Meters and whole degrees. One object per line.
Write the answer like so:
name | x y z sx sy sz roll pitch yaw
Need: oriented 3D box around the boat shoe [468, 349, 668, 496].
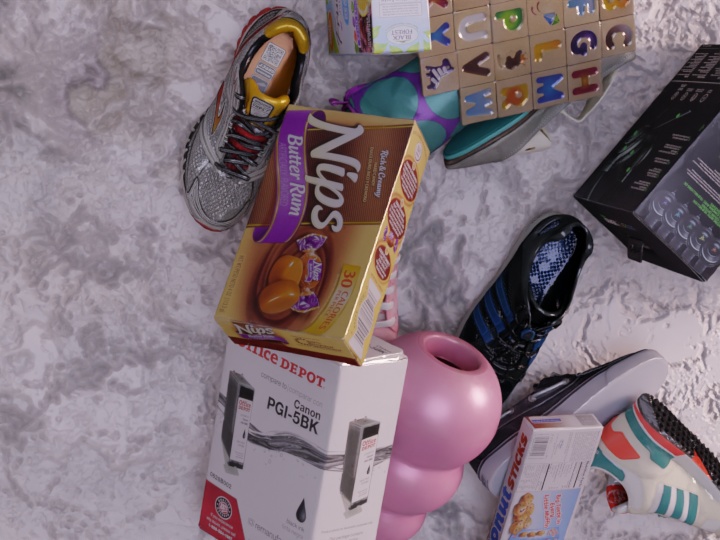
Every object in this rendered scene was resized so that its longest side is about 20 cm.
boat shoe | 0.182 0.123 1.536 0.199 0.068 0.072 -35 140 -3

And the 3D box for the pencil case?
pencil case | 0.077 -0.171 1.471 0.200 0.085 0.093 -39 104 -3

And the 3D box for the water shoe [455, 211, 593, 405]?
water shoe | 0.139 0.040 1.512 0.071 0.079 0.201 24 92 -12

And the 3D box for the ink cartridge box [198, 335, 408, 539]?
ink cartridge box | -0.051 0.145 1.436 0.083 0.146 0.201 -4 109 -44

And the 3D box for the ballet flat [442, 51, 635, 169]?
ballet flat | 0.162 -0.141 1.502 0.200 0.067 0.064 -42 113 -2

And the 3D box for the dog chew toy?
dog chew toy | 0.042 0.154 1.487 0.124 0.125 0.201 18 114 -12

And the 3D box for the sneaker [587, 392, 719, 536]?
sneaker | 0.275 0.195 1.557 0.093 0.071 0.200 -35 126 17

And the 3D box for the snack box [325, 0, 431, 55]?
snack box | 0.009 -0.247 1.389 0.053 0.200 0.143 -4 98 -10

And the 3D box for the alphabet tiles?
alphabet tiles | 0.139 -0.212 1.425 0.199 0.006 0.168 -13 115 -15

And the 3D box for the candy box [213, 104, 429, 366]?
candy box | -0.028 -0.031 1.372 0.116 0.057 0.201 9 67 22

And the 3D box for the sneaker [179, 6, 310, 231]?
sneaker | -0.098 -0.130 1.445 0.077 0.082 0.201 19 94 -12

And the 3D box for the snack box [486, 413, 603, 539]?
snack box | 0.155 0.216 1.519 0.071 0.024 0.201 -1 122 -24

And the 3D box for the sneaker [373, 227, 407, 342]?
sneaker | 0.000 0.000 1.470 0.075 0.105 0.202 -6 100 -11

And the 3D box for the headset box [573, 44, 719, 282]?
headset box | 0.293 -0.092 1.475 0.093 0.174 0.200 41 88 -12
